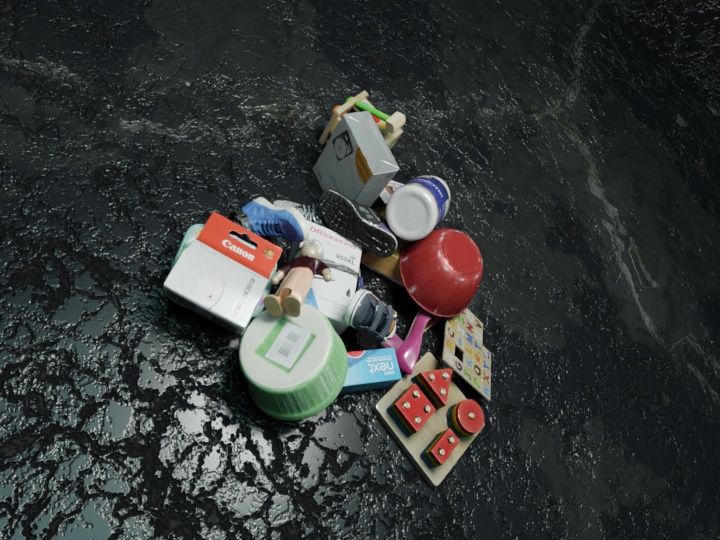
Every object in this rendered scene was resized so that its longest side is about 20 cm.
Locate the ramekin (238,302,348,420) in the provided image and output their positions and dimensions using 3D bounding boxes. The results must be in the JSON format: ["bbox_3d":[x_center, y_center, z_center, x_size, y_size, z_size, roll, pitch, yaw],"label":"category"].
[{"bbox_3d":[-0.125,0.156,1.035,0.194,0.099,0.204,-5,54,7],"label":"ramekin"}]

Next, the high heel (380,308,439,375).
[{"bbox_3d":[0.141,0.144,1.250,0.198,0.068,0.096,-30,60,-32],"label":"high heel"}]

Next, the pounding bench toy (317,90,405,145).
[{"bbox_3d":[0.008,-0.351,1.373,0.156,0.200,0.124,46,53,2],"label":"pounding bench toy"}]

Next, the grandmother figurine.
[{"bbox_3d":[-0.110,0.006,1.073,0.118,0.062,0.202,8,36,7],"label":"grandmother figurine"}]

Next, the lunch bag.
[{"bbox_3d":[-0.271,0.014,1.102,0.196,0.077,0.164,23,58,-15],"label":"lunch bag"}]

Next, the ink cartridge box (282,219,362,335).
[{"bbox_3d":[-0.084,0.017,1.198,0.142,0.084,0.204,21,56,-17],"label":"ink cartridge box"}]

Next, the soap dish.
[{"bbox_3d":[0.106,-0.050,1.340,0.196,0.081,0.160,27,55,-12],"label":"soap dish"}]

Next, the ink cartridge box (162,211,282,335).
[{"bbox_3d":[-0.244,-0.007,1.048,0.160,0.057,0.204,28,61,-9],"label":"ink cartridge box"}]

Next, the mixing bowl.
[{"bbox_3d":[0.193,-0.014,1.249,0.195,0.109,0.205,12,59,-21],"label":"mixing bowl"}]

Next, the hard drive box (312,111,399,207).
[{"bbox_3d":[-0.016,-0.230,1.296,0.075,0.200,0.159,-16,71,-33],"label":"hard drive box"}]

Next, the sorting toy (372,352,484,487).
[{"bbox_3d":[0.159,0.297,1.189,0.198,0.070,0.201,-36,84,-37],"label":"sorting toy"}]

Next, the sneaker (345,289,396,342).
[{"bbox_3d":[0.029,0.094,1.148,0.078,0.200,0.080,25,85,17],"label":"sneaker"}]

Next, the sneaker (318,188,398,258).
[{"bbox_3d":[-0.003,-0.109,1.236,0.198,0.076,0.088,37,29,-7],"label":"sneaker"}]

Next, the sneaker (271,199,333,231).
[{"bbox_3d":[-0.104,-0.118,1.259,0.196,0.085,0.079,20,56,-17],"label":"sneaker"}]

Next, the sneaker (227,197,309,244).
[{"bbox_3d":[-0.194,-0.085,1.153,0.110,0.078,0.198,-33,41,-30],"label":"sneaker"}]

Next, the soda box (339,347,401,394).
[{"bbox_3d":[-0.020,0.204,1.146,0.195,0.064,0.070,-1,64,-29],"label":"soda box"}]

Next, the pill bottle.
[{"bbox_3d":[0.135,-0.146,1.267,0.116,0.116,0.200,46,27,1],"label":"pill bottle"}]

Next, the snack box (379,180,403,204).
[{"bbox_3d":[0.100,-0.182,1.385,0.198,0.024,0.073,3,47,-56],"label":"snack box"}]

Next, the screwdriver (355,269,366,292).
[{"bbox_3d":[0.000,0.000,1.274,0.028,0.028,0.206,10,68,-32],"label":"screwdriver"}]

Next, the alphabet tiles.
[{"bbox_3d":[0.247,0.170,1.304,0.167,0.007,0.203,41,39,-24],"label":"alphabet tiles"}]
